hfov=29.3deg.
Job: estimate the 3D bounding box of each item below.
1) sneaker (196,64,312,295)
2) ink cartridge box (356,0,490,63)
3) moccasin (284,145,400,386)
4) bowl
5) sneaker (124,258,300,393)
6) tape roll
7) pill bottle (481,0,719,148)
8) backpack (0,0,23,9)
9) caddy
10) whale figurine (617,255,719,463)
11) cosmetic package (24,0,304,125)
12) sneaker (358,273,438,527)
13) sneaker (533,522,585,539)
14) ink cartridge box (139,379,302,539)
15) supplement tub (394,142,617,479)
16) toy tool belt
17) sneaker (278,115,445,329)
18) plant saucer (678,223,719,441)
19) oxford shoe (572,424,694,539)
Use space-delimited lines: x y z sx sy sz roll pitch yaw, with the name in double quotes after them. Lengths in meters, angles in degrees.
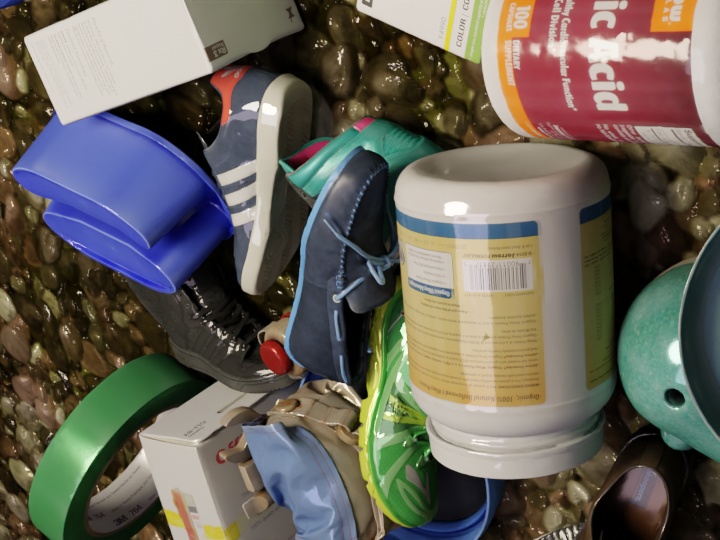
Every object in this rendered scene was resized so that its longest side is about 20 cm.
-0.091 -0.076 1.104 0.084 0.075 0.201 23 125 20 "sneaker"
0.027 -0.246 0.902 0.199 0.076 0.148 28 130 24 "ink cartridge box"
0.000 0.000 0.985 0.068 0.080 0.201 32 139 20 "moccasin"
0.034 0.146 1.159 0.200 0.039 0.202 21 127 30 "bowl"
-0.133 0.039 1.222 0.199 0.060 0.105 12 125 45 "sneaker"
-0.218 0.172 1.277 0.048 0.200 0.201 34 133 22 "tape roll"
0.182 -0.130 0.808 0.199 0.114 0.115 7 119 38 "pill bottle"
-0.242 -0.295 1.046 0.199 0.168 0.163 -15 111 41 "backpack"
-0.198 -0.071 1.182 0.199 0.105 0.142 25 157 28 "caddy"
0.247 0.089 0.890 0.201 0.104 0.159 56 136 2 "whale figurine"
-0.155 -0.185 1.073 0.199 0.113 0.082 -12 107 43 "cosmetic package"
0.048 0.104 1.043 0.083 0.074 0.201 8 104 30 "sneaker"
0.157 0.245 1.100 0.199 0.088 0.075 -18 77 23 "sneaker"
-0.095 0.201 1.229 0.083 0.145 0.201 3 116 41 "ink cartridge box"
0.100 0.024 0.933 0.144 0.144 0.201 8 110 38 "supplement tub"
-0.050 0.148 1.101 0.125 0.123 0.201 -10 111 55 "toy tool belt"
-0.015 -0.041 1.053 0.121 0.084 0.200 39 127 10 "sneaker"
0.286 0.033 0.813 0.199 0.027 0.202 1 100 4 "plant saucer"
0.179 0.213 0.995 0.072 0.084 0.201 17 107 20 "oxford shoe"
